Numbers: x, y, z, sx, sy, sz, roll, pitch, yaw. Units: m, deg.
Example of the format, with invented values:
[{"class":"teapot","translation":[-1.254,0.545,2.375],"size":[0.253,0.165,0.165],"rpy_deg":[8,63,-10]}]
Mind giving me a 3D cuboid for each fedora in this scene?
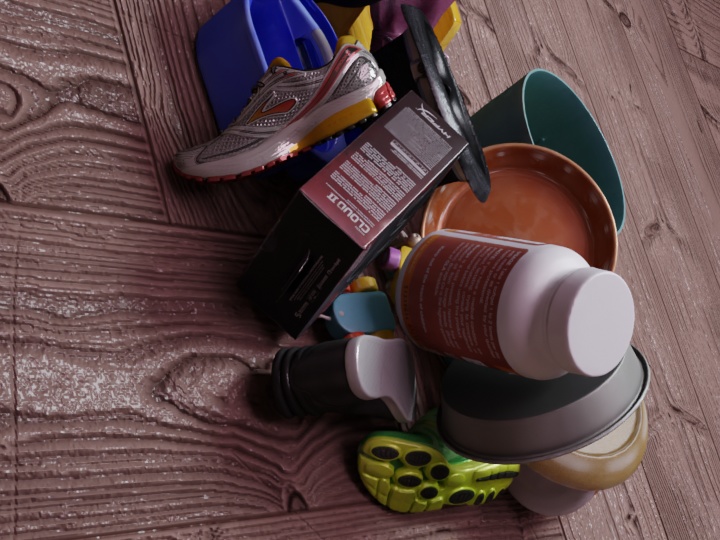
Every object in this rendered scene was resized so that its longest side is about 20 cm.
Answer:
[{"class":"fedora","translation":[0.051,-0.145,1.276],"size":[0.200,0.091,0.203],"rpy_deg":[-22,90,-78]}]

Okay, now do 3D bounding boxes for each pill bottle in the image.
[{"class":"pill bottle","translation":[0.232,0.175,1.433],"size":[0.199,0.111,0.113],"rpy_deg":[-23,87,-58]},{"class":"pill bottle","translation":[0.132,0.031,1.159],"size":[0.111,0.199,0.114],"rpy_deg":[-8,103,-38]}]

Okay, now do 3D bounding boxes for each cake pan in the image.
[{"class":"cake pan","translation":[0.157,0.098,1.203],"size":[0.037,0.198,0.201],"rpy_deg":[69,28,-24]}]

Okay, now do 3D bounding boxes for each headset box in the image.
[{"class":"headset box","translation":[-0.012,-0.044,1.161],"size":[0.077,0.149,0.200],"rpy_deg":[41,47,3]}]

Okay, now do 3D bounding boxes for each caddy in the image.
[{"class":"caddy","translation":[-0.066,-0.179,1.263],"size":[0.141,0.104,0.202],"rpy_deg":[-2,69,-56]}]

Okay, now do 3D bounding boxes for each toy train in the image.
[{"class":"toy train","translation":[0.000,0.000,1.275],"size":[0.150,0.056,0.200],"rpy_deg":[39,49,0]}]

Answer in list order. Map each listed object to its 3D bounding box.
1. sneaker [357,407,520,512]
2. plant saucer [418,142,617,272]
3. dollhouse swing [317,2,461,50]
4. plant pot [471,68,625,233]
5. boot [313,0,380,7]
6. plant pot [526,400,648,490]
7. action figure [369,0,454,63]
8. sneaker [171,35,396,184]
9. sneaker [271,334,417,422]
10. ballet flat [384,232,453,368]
[{"class":"sneaker","translation":[0.062,0.173,1.247],"size":[0.199,0.075,0.084],"rpy_deg":[13,27,-45]},{"class":"plant saucer","translation":[0.155,-0.027,1.339],"size":[0.032,0.198,0.203],"rpy_deg":[101,-30,-76]},{"class":"dollhouse swing","translation":[0.064,-0.350,1.513],"size":[0.199,0.175,0.184],"rpy_deg":[5,63,-54]},{"class":"plant pot","translation":[0.175,-0.096,1.500],"size":[0.200,0.160,0.203],"rpy_deg":[34,42,-37]},{"class":"boot","translation":[-0.018,-0.336,1.366],"size":[0.070,0.198,0.175],"rpy_deg":[60,40,-33]},{"class":"plant pot","translation":[0.205,0.120,1.331],"size":[0.198,0.028,0.202],"rpy_deg":[16,49,-19]},{"class":"action figure","translation":[0.031,-0.244,1.429],"size":[0.132,0.202,0.149],"rpy_deg":[18,10,-1]},{"class":"sneaker","translation":[-0.072,-0.134,1.155],"size":[0.083,0.198,0.078],"rpy_deg":[64,0,-4]},{"class":"sneaker","translation":[-0.014,0.095,1.164],"size":[0.200,0.098,0.072],"rpy_deg":[30,54,-68]},{"class":"ballet flat","translation":[0.095,0.047,1.380],"size":[0.201,0.069,0.069],"rpy_deg":[57,32,-9]}]
